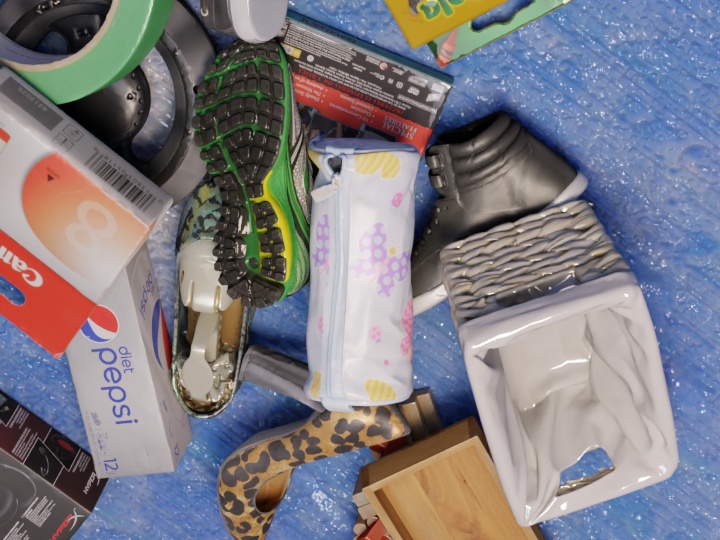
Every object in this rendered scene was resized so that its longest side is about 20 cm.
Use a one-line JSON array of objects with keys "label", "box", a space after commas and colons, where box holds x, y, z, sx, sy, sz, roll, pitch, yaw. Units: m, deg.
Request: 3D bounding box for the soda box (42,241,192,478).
[{"label": "soda box", "box": [-0.190, 0.061, 1.729, 0.068, 0.063, 0.200, -7, 112, 13]}]

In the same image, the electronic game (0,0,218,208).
[{"label": "electronic game", "box": [-0.197, -0.132, 1.657, 0.200, 0.042, 0.200, 4, 107, 12]}]

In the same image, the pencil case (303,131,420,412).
[{"label": "pencil case", "box": [0.000, 0.000, 1.600, 0.083, 0.091, 0.200, 3, 102, 10]}]

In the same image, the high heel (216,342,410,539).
[{"label": "high heel", "box": [-0.037, 0.164, 1.725, 0.142, 0.071, 0.200, 20, 122, 19]}]

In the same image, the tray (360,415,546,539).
[{"label": "tray", "box": [0.090, 0.216, 1.710, 0.098, 0.037, 0.200, -26, 115, 10]}]

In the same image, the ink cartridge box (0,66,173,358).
[{"label": "ink cartridge box", "box": [-0.253, -0.032, 1.627, 0.162, 0.050, 0.200, 38, 125, -2]}]

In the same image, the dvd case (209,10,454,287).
[{"label": "dvd case", "box": [-0.031, -0.084, 1.665, 0.146, 0.022, 0.200, 22, 114, -1]}]

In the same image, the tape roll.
[{"label": "tape roll", "box": [-0.233, -0.222, 1.591, 0.200, 0.048, 0.201, 4, 106, 15]}]

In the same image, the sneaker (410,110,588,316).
[{"label": "sneaker", "box": [0.064, -0.044, 1.645, 0.200, 0.071, 0.099, -38, 99, 18]}]

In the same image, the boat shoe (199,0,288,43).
[{"label": "boat shoe", "box": [-0.089, -0.265, 1.573, 0.066, 0.070, 0.200, 10, 111, 33]}]

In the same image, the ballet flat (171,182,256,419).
[{"label": "ballet flat", "box": [-0.114, 0.030, 1.687, 0.074, 0.074, 0.200, 6, 122, 6]}]

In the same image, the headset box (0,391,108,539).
[{"label": "headset box", "box": [-0.329, 0.171, 1.793, 0.200, 0.075, 0.149, 36, 114, -8]}]

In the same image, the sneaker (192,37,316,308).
[{"label": "sneaker", "box": [-0.072, -0.077, 1.628, 0.078, 0.085, 0.200, 3, 100, 27]}]

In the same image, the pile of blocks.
[{"label": "pile of blocks", "box": [0.028, 0.194, 1.755, 0.082, 0.062, 0.200, 9, 115, 5]}]

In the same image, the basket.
[{"label": "basket", "box": [0.142, 0.066, 1.609, 0.135, 0.123, 0.200, -19, 130, -1]}]

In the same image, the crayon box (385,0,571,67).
[{"label": "crayon box", "box": [0.060, -0.248, 1.554, 0.127, 0.051, 0.200, -27, 108, 18]}]
